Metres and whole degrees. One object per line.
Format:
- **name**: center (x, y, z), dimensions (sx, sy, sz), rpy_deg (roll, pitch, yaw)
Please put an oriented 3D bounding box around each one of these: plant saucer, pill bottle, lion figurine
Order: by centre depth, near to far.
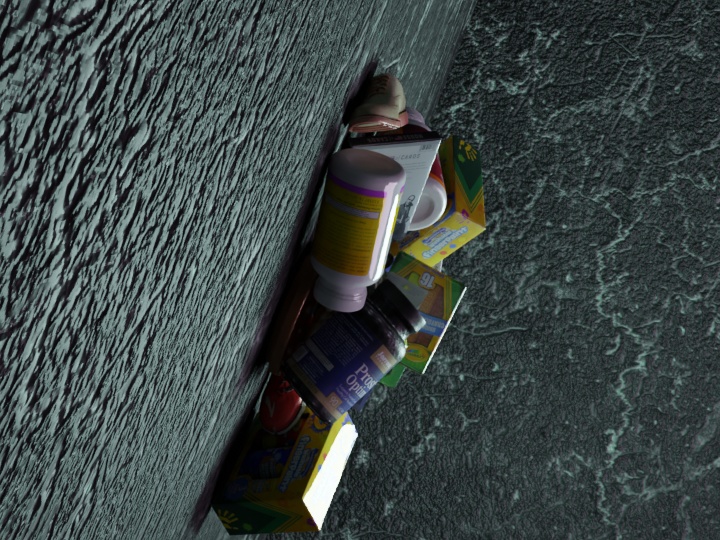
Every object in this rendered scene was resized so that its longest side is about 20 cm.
- **pill bottle**: center (-0.009, -0.051, 1.420), dimensions (0.104, 0.103, 0.203), rpy_deg (-61, 166, -65)
- **pill bottle**: center (-0.008, 0.110, 1.503), dimensions (0.200, 0.112, 0.112), rpy_deg (-43, 175, -3)
- **plant saucer**: center (-0.091, 0.054, 1.554), dimensions (0.200, 0.032, 0.203), rpy_deg (25, 89, -87)
- **lion figurine**: center (-0.067, 0.114, 1.635), dimensions (0.201, 0.072, 0.122), rpy_deg (-51, -177, -22)
- **pill bottle**: center (0.075, -0.173, 1.761), dimensions (0.114, 0.111, 0.202), rpy_deg (110, -19, -44)

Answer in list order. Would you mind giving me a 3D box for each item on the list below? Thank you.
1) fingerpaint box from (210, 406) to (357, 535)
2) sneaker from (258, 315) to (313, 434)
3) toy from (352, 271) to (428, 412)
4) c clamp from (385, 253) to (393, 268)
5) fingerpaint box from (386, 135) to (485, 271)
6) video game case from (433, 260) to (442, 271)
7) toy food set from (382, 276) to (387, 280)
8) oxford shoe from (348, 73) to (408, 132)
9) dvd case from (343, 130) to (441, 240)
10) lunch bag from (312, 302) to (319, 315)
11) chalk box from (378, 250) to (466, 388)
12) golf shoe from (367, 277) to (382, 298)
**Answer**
- **fingerpaint box**: center (-0.114, 0.303, 1.649), dimensions (0.074, 0.165, 0.201), rpy_deg (64, 32, -29)
- **sneaker**: center (-0.116, 0.157, 1.685), dimensions (0.085, 0.076, 0.202), rpy_deg (69, 35, -57)
- **toy**: center (0.033, 0.111, 1.604), dimensions (0.202, 0.047, 0.115), rpy_deg (-57, -147, -3)
- **c clamp**: center (-0.002, -0.022, 1.796), dimensions (0.170, 0.027, 0.200), rpy_deg (-41, -151, 2)
- **fingerpaint box**: center (0.121, -0.103, 1.840), dimensions (0.199, 0.073, 0.169), rpy_deg (-37, -140, 40)
- **video game case**: center (0.103, 0.007, 1.983), dimensions (0.200, 0.022, 0.185), rpy_deg (-169, -94, -73)
- **toy food set**: center (0.023, 0.100, 1.829), dimensions (0.198, 0.048, 0.201), rpy_deg (-49, 135, -11)
- **oxford shoe**: center (0.021, -0.226, 1.440), dimensions (0.200, 0.070, 0.075), rpy_deg (-54, 141, -76)
- **dvd case**: center (0.025, -0.115, 1.567), dimensions (0.025, 0.148, 0.202), rpy_deg (60, -34, 36)
- **lunch bag**: center (-0.077, 0.120, 1.894), dimensions (0.151, 0.092, 0.203), rpy_deg (89, 14, -76)
- **chalk box**: center (0.070, 0.086, 1.710), dimensions (0.202, 0.123, 0.124), rpy_deg (-64, 178, 0)
- **golf shoe**: center (0.000, 0.000, 1.637), dimensions (0.200, 0.087, 0.079), rpy_deg (-139, -130, -66)
